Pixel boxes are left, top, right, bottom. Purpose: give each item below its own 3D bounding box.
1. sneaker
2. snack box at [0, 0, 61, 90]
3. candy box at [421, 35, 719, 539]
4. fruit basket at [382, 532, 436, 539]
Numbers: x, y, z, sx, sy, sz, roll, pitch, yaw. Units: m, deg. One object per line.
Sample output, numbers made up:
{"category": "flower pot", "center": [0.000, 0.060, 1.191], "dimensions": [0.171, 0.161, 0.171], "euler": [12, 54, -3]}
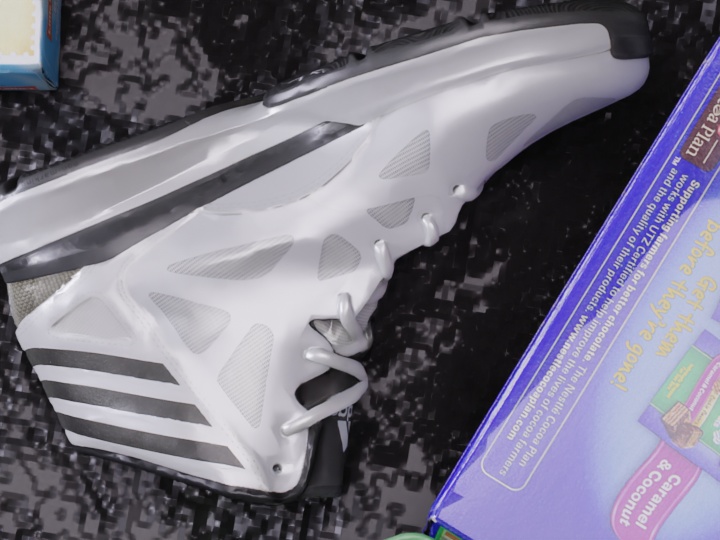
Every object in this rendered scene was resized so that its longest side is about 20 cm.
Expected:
{"category": "sneaker", "center": [0.000, 0.000, 0.842], "dimensions": [0.200, 0.076, 0.116], "euler": [-20, 91, 7]}
{"category": "snack box", "center": [-0.145, -0.154, 0.875], "dimensions": [0.116, 0.037, 0.201], "euler": [1, 83, 2]}
{"category": "candy box", "center": [0.144, 0.054, 0.819], "dimensions": [0.200, 0.077, 0.169], "euler": [32, 83, 7]}
{"category": "fruit basket", "center": [-0.030, 0.126, 0.754], "dimensions": [0.185, 0.200, 0.094], "euler": [-18, 81, -1]}
